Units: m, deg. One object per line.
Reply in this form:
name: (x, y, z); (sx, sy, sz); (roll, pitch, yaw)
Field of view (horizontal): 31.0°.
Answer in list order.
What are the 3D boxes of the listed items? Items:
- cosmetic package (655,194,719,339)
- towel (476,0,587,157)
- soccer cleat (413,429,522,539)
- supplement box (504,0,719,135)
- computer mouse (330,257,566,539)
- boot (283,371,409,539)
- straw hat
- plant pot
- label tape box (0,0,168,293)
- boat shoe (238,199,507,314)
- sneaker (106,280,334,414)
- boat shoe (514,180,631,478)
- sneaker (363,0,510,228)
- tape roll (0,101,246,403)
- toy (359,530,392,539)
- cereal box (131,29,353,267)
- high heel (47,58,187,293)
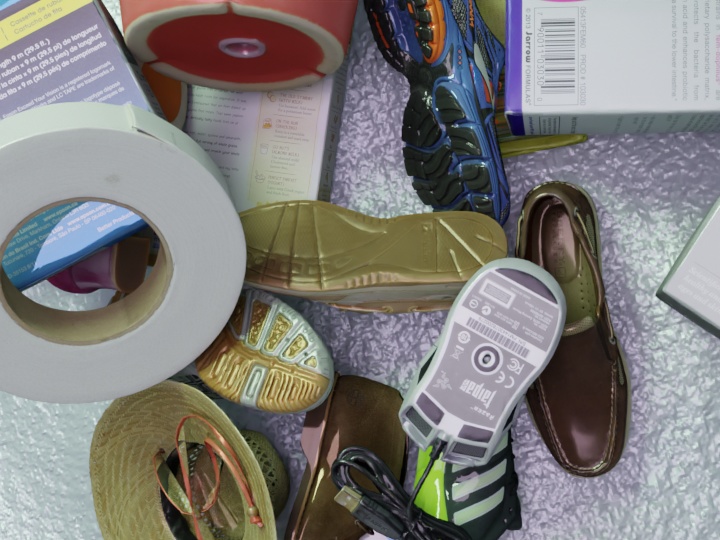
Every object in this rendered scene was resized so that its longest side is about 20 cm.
cosmetic package: (0.242, 0.008, 0.774); (0.107, 0.200, 0.090); (34, 98, 13)
towel: (0.101, -0.180, 0.905); (0.086, 0.018, 0.201); (-9, 87, 14)
soccer cleat: (0.078, 0.134, 0.892); (0.081, 0.067, 0.201); (19, 81, -23)
supplement box: (0.194, -0.143, 0.827); (0.199, 0.103, 0.102); (1, 88, 9)
computer mouse: (0.067, 0.086, 0.833); (0.109, 0.044, 0.200); (30, 93, 5)
boot: (-0.012, 0.174, 0.906); (0.075, 0.074, 0.201); (10, 85, 4)
straw hat: (-0.097, 0.157, 0.915); (0.201, 0.085, 0.202); (15, 113, 38)
plant pot: (-0.075, -0.223, 0.841); (0.200, 0.200, 0.178); (-2, 77, 14)
label tape box: (-0.210, -0.104, 0.842); (0.143, 0.066, 0.201); (-27, 92, 1)
boat shoe: (0.000, 0.000, 0.880); (0.199, 0.069, 0.074); (4, 60, 10)
sneaker: (-0.086, 0.057, 0.898); (0.200, 0.088, 0.076); (16, 74, 37)
boat shoe: (0.135, 0.041, 0.866); (0.074, 0.075, 0.203); (-11, 87, 14)
sneaker: (0.070, -0.121, 0.870); (0.075, 0.078, 0.201); (0, 108, 50)
tape roll: (-0.171, -0.008, 0.799); (0.202, 0.037, 0.203); (-8, 124, -12)
toy: (0.053, 0.270, 0.901); (0.115, 0.047, 0.200); (-45, 80, 9)
cereal box: (-0.089, -0.094, 0.943); (0.143, 0.040, 0.201); (10, 92, 15)
high heel: (-0.182, -0.082, 0.928); (0.096, 0.067, 0.201); (6, 91, 38)
